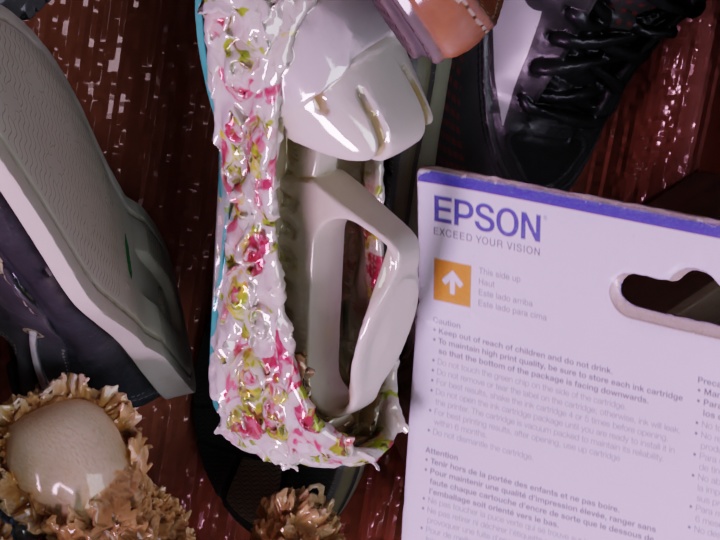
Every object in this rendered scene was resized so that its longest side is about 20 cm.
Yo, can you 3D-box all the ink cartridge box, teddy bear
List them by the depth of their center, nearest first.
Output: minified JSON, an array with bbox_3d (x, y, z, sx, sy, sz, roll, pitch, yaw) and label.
[{"bbox_3d":[0.102,0.077,0.791,0.041,0.199,0.201,-19,117,-54],"label":"ink cartridge box"},{"bbox_3d":[-0.069,0.121,0.837,0.200,0.067,0.146,31,77,-35],"label":"teddy bear"}]

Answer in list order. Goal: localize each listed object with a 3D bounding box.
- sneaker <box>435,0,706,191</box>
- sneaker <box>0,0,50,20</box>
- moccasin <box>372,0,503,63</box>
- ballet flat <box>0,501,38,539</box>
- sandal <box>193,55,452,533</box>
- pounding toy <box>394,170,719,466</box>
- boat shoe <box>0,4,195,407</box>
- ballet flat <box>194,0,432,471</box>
[{"bbox_3d":[0.072,-0.093,0.872,0.070,0.098,0.202,6,109,-33],"label":"sneaker"},{"bbox_3d":[-0.083,-0.130,0.786,0.199,0.076,0.091,-27,115,-19],"label":"sneaker"},{"bbox_3d":[0.040,-0.129,0.768,0.077,0.202,0.074,-20,114,25],"label":"moccasin"},{"bbox_3d":[-0.095,0.136,0.887,0.074,0.074,0.201,-36,125,-11],"label":"ballet flat"},{"bbox_3d":[0.001,0.000,0.887,0.057,0.080,0.202,5,108,-45],"label":"sandal"},{"bbox_3d":[0.131,0.072,0.970,0.199,0.142,0.185,-32,108,-17],"label":"pounding toy"},{"bbox_3d":[-0.103,-0.009,0.790,0.067,0.072,0.200,-11,151,6],"label":"boat shoe"},{"bbox_3d":[-0.008,-0.029,0.788,0.075,0.064,0.201,-29,129,-42],"label":"ballet flat"}]
